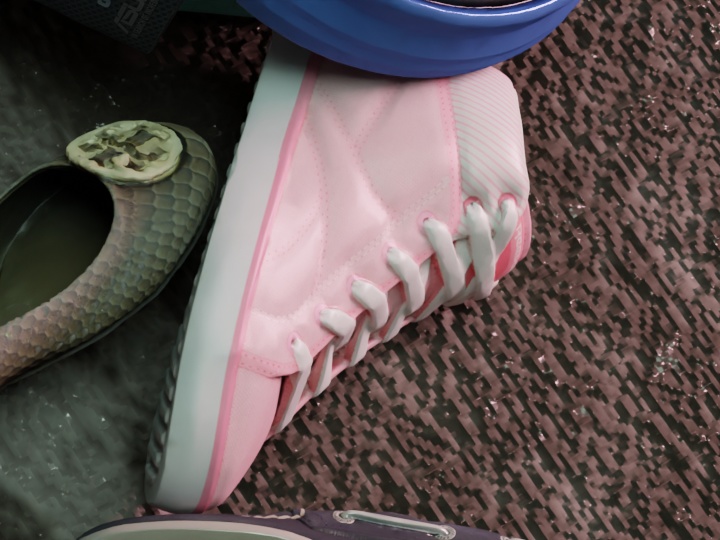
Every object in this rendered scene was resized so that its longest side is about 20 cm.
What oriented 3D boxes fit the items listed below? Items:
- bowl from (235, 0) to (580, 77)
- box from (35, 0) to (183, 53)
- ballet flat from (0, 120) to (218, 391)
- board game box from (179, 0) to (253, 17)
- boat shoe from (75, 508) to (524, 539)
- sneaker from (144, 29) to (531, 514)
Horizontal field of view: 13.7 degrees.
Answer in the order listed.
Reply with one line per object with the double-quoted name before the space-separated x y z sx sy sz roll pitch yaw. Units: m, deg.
"bowl" 0.010 -0.163 0.977 0.200 0.039 0.201 13 65 -31
"box" -0.099 -0.190 0.988 0.157 0.051 0.200 26 58 -10
"ballet flat" -0.120 0.009 0.923 0.067 0.046 0.200 20 50 42
"board game box" -0.098 -0.189 1.046 0.152 0.045 0.201 4 62 -18
"boat shoe" 0.000 0.109 0.932 0.199 0.073 0.063 9 18 -9
"sneaker" 0.000 0.000 0.964 0.104 0.075 0.201 19 55 -3
